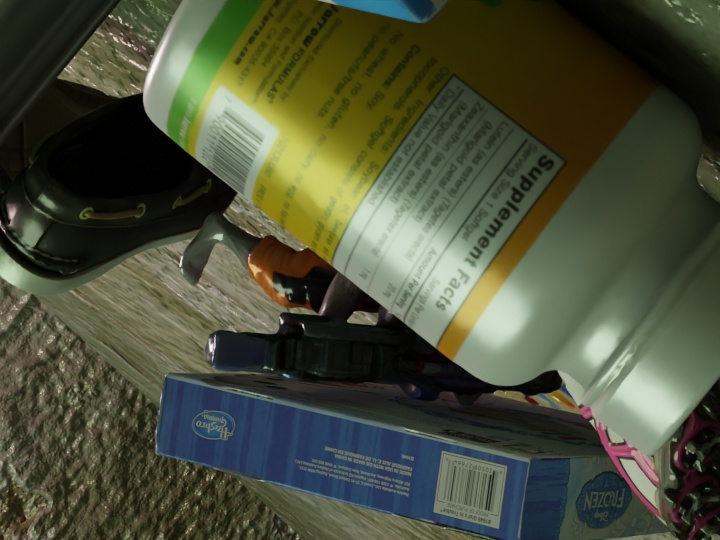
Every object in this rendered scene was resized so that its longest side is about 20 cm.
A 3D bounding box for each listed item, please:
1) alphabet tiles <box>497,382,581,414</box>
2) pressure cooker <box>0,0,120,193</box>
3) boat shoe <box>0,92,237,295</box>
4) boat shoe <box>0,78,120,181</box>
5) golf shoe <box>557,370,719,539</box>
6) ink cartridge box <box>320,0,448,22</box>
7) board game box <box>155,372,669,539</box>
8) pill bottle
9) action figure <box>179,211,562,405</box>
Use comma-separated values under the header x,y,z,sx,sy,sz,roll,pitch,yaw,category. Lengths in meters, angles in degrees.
x,y,z,sx,sy,sz,roll,pitch,yaw,category
0.096,0.063,1.239,0.200,0.006,0.166,39,170,4,alphabet tiles
-0.221,-0.125,0.993,0.179,0.200,0.176,44,167,-29,pressure cooker
-0.102,-0.051,1.060,0.072,0.201,0.061,44,127,6,boat shoe
-0.157,-0.069,1.226,0.198,0.074,0.063,11,173,8,boat shoe
0.113,0.030,0.856,0.092,0.072,0.201,39,162,40,golf shoe
-0.050,-0.151,0.584,0.146,0.084,0.200,44,168,-29,ink cartridge box
0.042,0.085,1.031,0.199,0.044,0.198,11,-176,35,board game box
0.039,-0.035,0.703,0.200,0.111,0.111,38,170,6,pill bottle
0.000,0.000,1.020,0.199,0.105,0.193,5,-169,-44,action figure
